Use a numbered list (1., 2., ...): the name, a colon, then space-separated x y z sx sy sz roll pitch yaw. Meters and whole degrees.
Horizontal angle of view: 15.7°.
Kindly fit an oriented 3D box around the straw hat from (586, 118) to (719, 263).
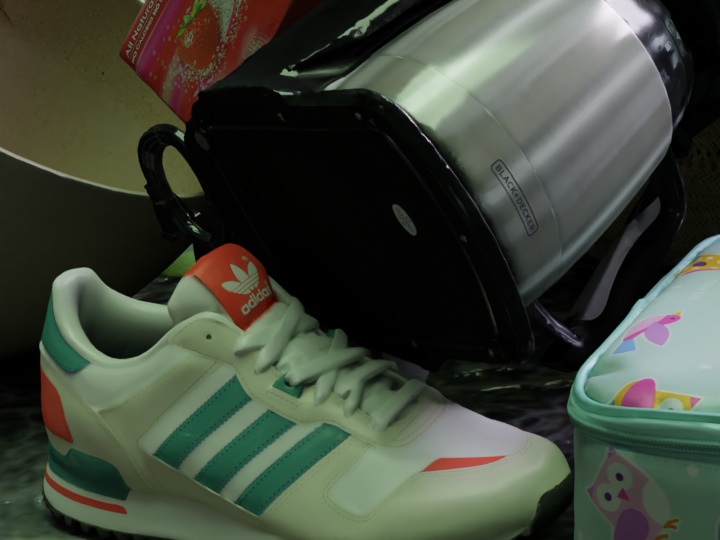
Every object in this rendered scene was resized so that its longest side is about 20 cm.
1. straw hat: 0.122 -0.045 1.073 0.200 0.085 0.201 -3 -8 0

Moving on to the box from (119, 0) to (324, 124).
1. box: 0.004 -0.134 0.993 0.095 0.200 0.100 21 15 -36

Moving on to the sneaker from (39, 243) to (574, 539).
1. sneaker: -0.026 0.042 0.855 0.199 0.094 0.070 5 21 32

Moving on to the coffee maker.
1. coffee maker: 0.047 -0.078 0.896 0.192 0.135 0.200 27 57 38

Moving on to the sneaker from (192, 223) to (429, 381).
1. sneaker: 0.000 0.000 1.013 0.084 0.073 0.200 -14 18 -17

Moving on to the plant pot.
1. plant pot: -0.162 -0.040 1.045 0.200 0.135 0.200 26 25 -13

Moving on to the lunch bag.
1. lunch bag: 0.163 0.042 0.820 0.160 0.077 0.200 2 19 25
